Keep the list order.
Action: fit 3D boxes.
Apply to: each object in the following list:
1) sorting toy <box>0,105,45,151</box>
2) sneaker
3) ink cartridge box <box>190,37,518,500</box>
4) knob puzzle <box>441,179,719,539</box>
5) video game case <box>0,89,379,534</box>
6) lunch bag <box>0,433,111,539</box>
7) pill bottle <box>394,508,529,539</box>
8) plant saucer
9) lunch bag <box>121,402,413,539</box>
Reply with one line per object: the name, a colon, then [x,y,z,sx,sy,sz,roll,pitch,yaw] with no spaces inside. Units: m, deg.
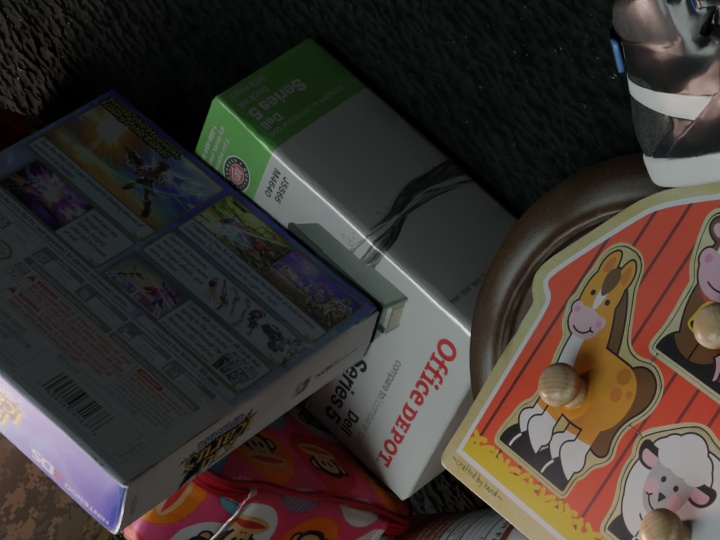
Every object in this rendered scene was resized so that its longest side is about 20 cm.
sorting toy: [-0.195,-0.041,1.331,0.198,0.200,0.070,32,98,30]
sneaker: [0.180,-0.100,0.975,0.200,0.073,0.112,-8,110,49]
ink cartridge box: [0.000,0.000,1.227,0.200,0.084,0.146,42,140,15]
knob puzzle: [0.136,0.043,1.002,0.219,0.221,0.030,7,167,43]
video game case: [-0.124,0.015,1.153,0.200,0.181,0.046,40,140,20]
lunch bag: [-0.220,0.099,1.409,0.117,0.164,0.200,26,162,30]
pill bottle: [0.089,0.184,1.249,0.200,0.112,0.113,-12,109,49]
plant saucer: [0.139,0.044,1.077,0.199,0.032,0.201,1,92,23]
lunch bag: [-0.080,0.091,1.246,0.082,0.200,0.176,-51,51,15]
